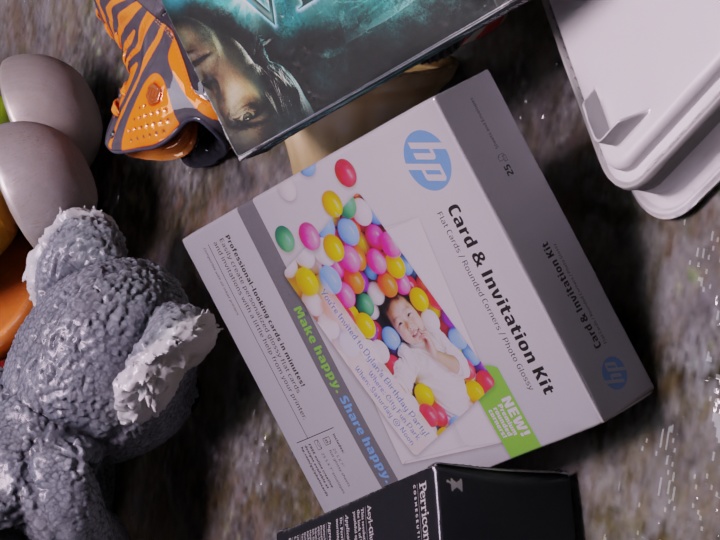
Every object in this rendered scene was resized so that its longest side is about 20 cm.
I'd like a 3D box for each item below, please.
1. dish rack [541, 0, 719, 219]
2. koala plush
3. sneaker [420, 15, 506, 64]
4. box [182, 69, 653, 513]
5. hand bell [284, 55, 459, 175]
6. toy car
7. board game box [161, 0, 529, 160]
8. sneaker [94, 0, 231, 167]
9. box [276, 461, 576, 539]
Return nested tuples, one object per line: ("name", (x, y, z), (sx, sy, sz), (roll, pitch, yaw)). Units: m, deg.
("dish rack", (0.126, -0.142, 1.150), (0.172, 0.043, 0.201), (-50, 44, 43))
("koala plush", (-0.152, 0.078, 1.462), (0.200, 0.183, 0.177), (-60, 38, 14))
("sneaker", (0.022, -0.196, 1.241), (0.070, 0.093, 0.201), (-15, 95, 33))
("box", (0.021, 0.018, 1.224), (0.200, 0.041, 0.156), (-26, 92, 48))
("hand bell", (0.000, 0.000, 1.315), (0.104, 0.104, 0.201), (15, 111, 58))
("toy car", (-0.220, -0.018, 1.594), (0.175, 0.150, 0.200), (-24, 30, 11))
("board game box", (-0.006, -0.149, 1.196), (0.200, 0.028, 0.136), (-28, 87, 35))
("sneaker", (-0.122, -0.122, 1.510), (0.200, 0.077, 0.112), (35, 114, 54))
("box", (0.035, 0.199, 1.211), (0.141, 0.079, 0.201), (-31, 60, 56))
